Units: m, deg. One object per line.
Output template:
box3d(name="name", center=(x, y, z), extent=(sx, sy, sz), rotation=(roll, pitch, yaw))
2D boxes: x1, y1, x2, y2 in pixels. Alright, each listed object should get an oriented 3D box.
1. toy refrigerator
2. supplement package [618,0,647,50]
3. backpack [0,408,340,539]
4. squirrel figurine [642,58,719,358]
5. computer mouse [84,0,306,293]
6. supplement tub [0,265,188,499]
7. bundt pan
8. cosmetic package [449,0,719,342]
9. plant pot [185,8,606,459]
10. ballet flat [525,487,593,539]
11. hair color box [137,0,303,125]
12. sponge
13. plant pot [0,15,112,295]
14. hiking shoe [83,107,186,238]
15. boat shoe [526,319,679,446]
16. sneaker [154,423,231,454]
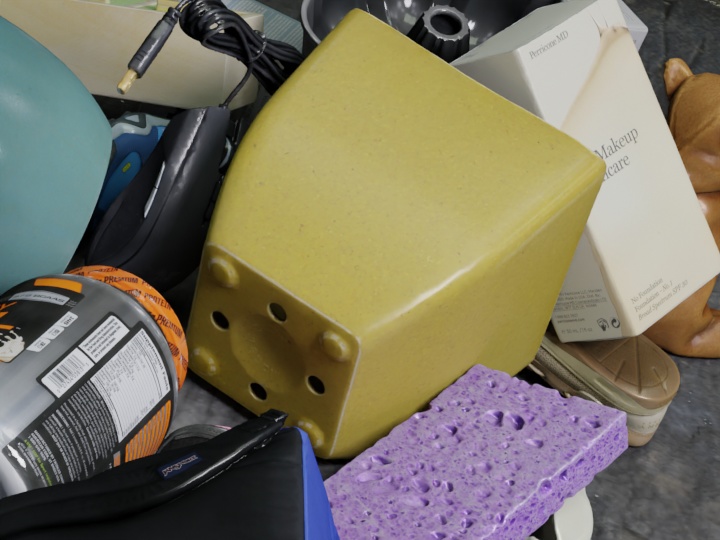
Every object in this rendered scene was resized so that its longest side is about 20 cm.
box3d(name="toy refrigerator", center=(-0.173, -0.160, 1.547), extent=(0.200, 0.070, 0.076), rotation=(10, 13, 15))
box3d(name="supplement package", center=(0.101, -0.180, 1.782), extent=(0.200, 0.120, 0.121), rotation=(0, 39, -34))
box3d(name="backpack", center=(-0.105, 0.187, 1.036), extent=(0.200, 0.168, 0.163), rotation=(-12, 29, 5))
box3d(name="squirrel figurine", center=(0.207, -0.052, 1.586), extent=(0.200, 0.187, 0.142), rotation=(1, 37, -32))
box3d(name="computer mouse", center=(-0.110, -0.069, 1.370), extent=(0.046, 0.200, 0.140), rotation=(35, -2, 38))
box3d(name="supplement tub", center=(-0.175, 0.079, 1.192), extent=(0.122, 0.123, 0.200), rotation=(28, 30, 8))
box3d(name="bundt pan", center=(0.050, -0.145, 1.533), extent=(0.202, 0.076, 0.202), rotation=(7, 53, -9))
box3d(name="cosmetic package", center=(0.145, -0.065, 1.439), extent=(0.103, 0.200, 0.073), rotation=(-35, 18, -36))
box3d(name="plant pot", center=(0.000, 0.000, 1.379), extent=(0.195, 0.194, 0.200), rotation=(32, 48, 16))
box3d(name="ballet flat", center=(0.115, 0.139, 1.344), extent=(0.074, 0.074, 0.200), rotation=(15, 32, -13))
box3d(name="hair color box", center=(-0.048, -0.118, 1.606), extent=(0.200, 0.099, 0.061), rotation=(27, 30, 6))
box3d(name="sponge", center=(0.051, 0.125, 1.284), extent=(0.111, 0.030, 0.200), rotation=(18, 38, 36))
box3d(name="plant pot", center=(-0.242, -0.062, 1.308), extent=(0.161, 0.201, 0.201), rotation=(23, 29, -20))
box3d(name="hiking shoe", center=(-0.123, -0.061, 1.492), extent=(0.087, 0.074, 0.200), rotation=(33, 32, 18))
box3d(name="boat shoe", center=(0.124, 0.041, 1.510), extent=(0.071, 0.065, 0.200), rotation=(-27, 59, -35))
box3d(name="sneaker", center=(-0.059, 0.147, 1.184), extent=(0.095, 0.079, 0.200), rotation=(22, 19, -52))
